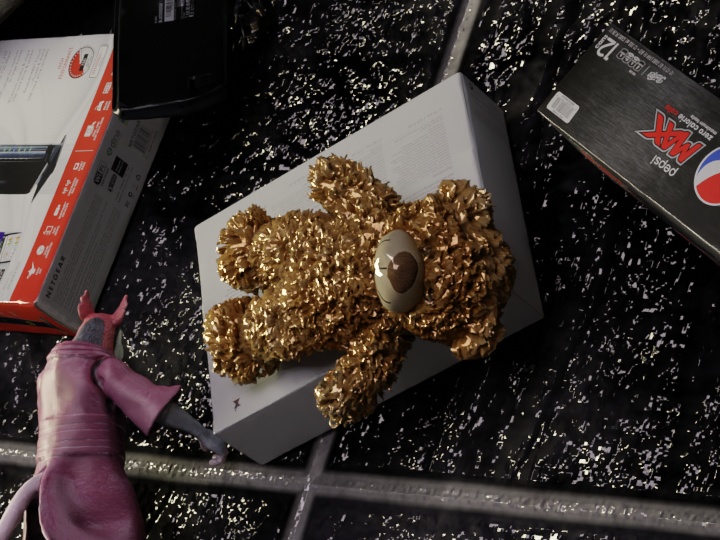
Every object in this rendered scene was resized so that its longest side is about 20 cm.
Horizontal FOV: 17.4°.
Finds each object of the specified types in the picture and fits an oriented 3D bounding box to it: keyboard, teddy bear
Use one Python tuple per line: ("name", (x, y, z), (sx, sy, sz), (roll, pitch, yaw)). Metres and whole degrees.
("keyboard", (-0.108, -0.163, 1.541), (0.103, 0.040, 0.201), (-9, 46, 6))
("teddy bear", (-0.013, 0.006, 1.262), (0.199, 0.067, 0.146), (17, 79, 45))

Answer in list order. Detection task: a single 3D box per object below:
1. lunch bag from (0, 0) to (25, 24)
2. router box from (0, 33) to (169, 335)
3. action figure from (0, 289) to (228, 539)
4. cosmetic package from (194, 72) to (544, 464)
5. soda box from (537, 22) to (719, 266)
("lunch bag", (-0.290, -0.224, 1.652), (0.200, 0.139, 0.168), (-41, 22, 10))
("router box", (-0.223, -0.058, 1.579), (0.179, 0.049, 0.201), (1, 65, 42))
("action figure", (-0.168, 0.106, 1.358), (0.133, 0.148, 0.202), (-16, 67, 41))
("cosmetic package", (0.000, 0.000, 1.338), (0.199, 0.052, 0.152), (-28, 46, 25))
("soda box", (0.179, -0.047, 1.193), (0.063, 0.071, 0.200), (-49, 42, 3))
